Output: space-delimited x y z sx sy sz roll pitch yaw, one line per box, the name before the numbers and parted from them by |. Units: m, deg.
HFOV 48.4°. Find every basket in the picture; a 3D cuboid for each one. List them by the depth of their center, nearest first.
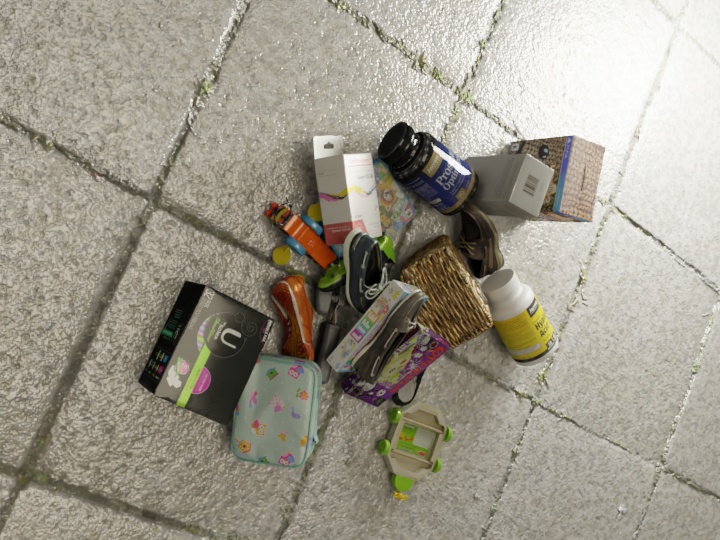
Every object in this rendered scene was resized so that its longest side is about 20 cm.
basket | 0.167 0.050 1.649 0.142 0.149 0.201 -31 97 11

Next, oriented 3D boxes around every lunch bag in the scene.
lunch bag | -0.149 0.258 1.466 0.158 0.077 0.203 7 92 2

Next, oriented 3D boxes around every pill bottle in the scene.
pill bottle | 0.133 -0.206 1.603 0.199 0.111 0.113 33 78 -28
pill bottle | 0.342 0.100 1.746 0.111 0.111 0.201 -41 112 -20

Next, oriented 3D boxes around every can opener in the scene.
can opener | -0.074 0.114 1.548 0.066 0.053 0.203 14 87 -16

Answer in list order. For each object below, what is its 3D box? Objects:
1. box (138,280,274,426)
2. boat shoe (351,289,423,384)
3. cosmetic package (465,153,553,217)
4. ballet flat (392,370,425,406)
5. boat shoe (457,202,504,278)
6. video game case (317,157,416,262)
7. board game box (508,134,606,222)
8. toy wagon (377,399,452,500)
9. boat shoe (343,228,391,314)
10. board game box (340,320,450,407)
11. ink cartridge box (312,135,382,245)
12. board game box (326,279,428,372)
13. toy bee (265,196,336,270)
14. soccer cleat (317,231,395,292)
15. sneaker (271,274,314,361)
box | -0.270 0.141 1.396 0.148 0.124 0.202 28 79 -27
boat shoe | 0.063 0.125 1.483 0.201 0.057 0.067 -51 159 15
cosmetic package | 0.287 -0.174 1.642 0.084 0.199 0.109 24 85 -27
ballet flat | 0.113 0.187 1.667 0.066 0.057 0.202 32 72 -13
boat shoe | 0.246 -0.055 1.677 0.073 0.074 0.201 -41 131 -14
video game case | 0.009 -0.108 1.594 0.200 0.018 0.144 -44 114 -19
board game box | 0.404 -0.192 1.707 0.096 0.199 0.162 12 88 -29
toy wagon | 0.105 0.377 1.675 0.154 0.039 0.202 24 83 -28
boat shoe | 0.016 0.011 1.465 0.075 0.061 0.202 -41 142 -35
board game box | 0.069 0.186 1.566 0.200 0.032 0.120 -42 143 16
ink cartridge box | -0.024 -0.156 1.496 0.116 0.067 0.203 -19 101 -61
board game box | 0.034 0.110 1.530 0.201 0.034 0.134 -50 158 11
toy bee | -0.121 -0.086 1.485 0.130 0.108 0.202 -35 137 -23
soccer cleat | 0.000 0.000 1.536 0.199 0.067 0.082 -37 115 -37
sneaker | -0.111 0.106 1.515 0.077 0.072 0.203 -30 120 -51
